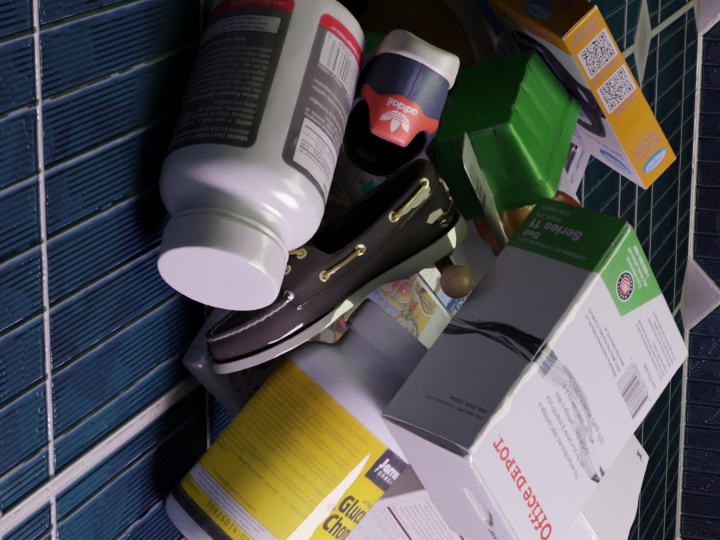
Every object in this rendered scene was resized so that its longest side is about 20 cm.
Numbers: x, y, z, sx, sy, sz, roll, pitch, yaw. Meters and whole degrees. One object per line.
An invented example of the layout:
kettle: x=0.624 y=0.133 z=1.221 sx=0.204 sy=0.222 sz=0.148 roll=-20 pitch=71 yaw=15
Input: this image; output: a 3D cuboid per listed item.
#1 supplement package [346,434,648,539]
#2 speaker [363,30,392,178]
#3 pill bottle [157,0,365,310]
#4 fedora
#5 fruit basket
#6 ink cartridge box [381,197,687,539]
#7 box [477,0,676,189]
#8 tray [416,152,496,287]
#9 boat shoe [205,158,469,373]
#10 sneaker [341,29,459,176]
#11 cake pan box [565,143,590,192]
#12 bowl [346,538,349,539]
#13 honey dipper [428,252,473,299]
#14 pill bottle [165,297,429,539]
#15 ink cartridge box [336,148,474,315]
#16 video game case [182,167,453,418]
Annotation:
supplement package: x=0.096 y=0.161 z=1.575 sx=0.120 sy=0.199 sz=0.122 roll=55 pitch=37 yaw=-27
speaker: x=-0.002 y=-0.079 z=1.628 sx=0.089 sy=0.088 sz=0.202 roll=-51 pitch=142 yaw=-60
pill bottle: x=-0.069 y=-0.081 z=1.372 sx=0.111 sy=0.110 sz=0.202 roll=66 pitch=34 yaw=-57
fedora: x=0.047 y=-0.176 z=1.675 sx=0.082 sy=0.200 sz=0.202 roll=-36 pitch=139 yaw=-22
fruit basket: x=0.118 y=-0.046 z=1.525 sx=0.186 sy=0.093 sz=0.201 roll=-68 pitch=145 yaw=-51
ink cartridge box: x=0.120 y=0.077 z=1.406 sx=0.200 sy=0.083 sz=0.147 roll=-52 pitch=137 yaw=-22
box: x=0.163 y=-0.142 z=1.571 sx=0.041 sy=0.119 sz=0.200 roll=-42 pitch=134 yaw=-9
tray: x=0.107 y=-0.040 z=1.643 sx=0.022 sy=0.106 sz=0.202 roll=-22 pitch=95 yaw=-75
boat shoe: x=-0.024 y=-0.003 z=1.412 sx=0.061 sy=0.200 sz=0.072 roll=61 pitch=-10 yaw=-19
sneaker: x=0.014 y=-0.104 z=1.468 sx=0.200 sy=0.074 sz=0.085 roll=117 pitch=-4 yaw=-80
cake pan box: x=0.102 y=-0.106 z=1.786 sx=0.201 sy=0.182 sz=0.053 roll=-65 pitch=154 yaw=-48
bowl: x=-0.047 y=0.267 z=1.603 sx=0.200 sy=0.074 sz=0.202 roll=-34 pitch=128 yaw=-67
honey dipper: x=0.056 y=-0.011 z=1.470 sx=0.200 sy=0.038 sz=0.038 roll=-121 pitch=-147 yaw=-79
pill bottle: x=-0.031 y=0.120 z=1.415 sx=0.200 sy=0.112 sz=0.112 roll=-49 pitch=157 yaw=-2
ink cartridge box: x=0.000 y=0.000 z=1.573 sx=0.120 sy=0.042 sz=0.200 roll=-56 pitch=131 yaw=-15
video game case: x=-0.025 y=0.050 z=1.512 sx=0.200 sy=0.023 sz=0.183 roll=50 pitch=63 yaw=-40
